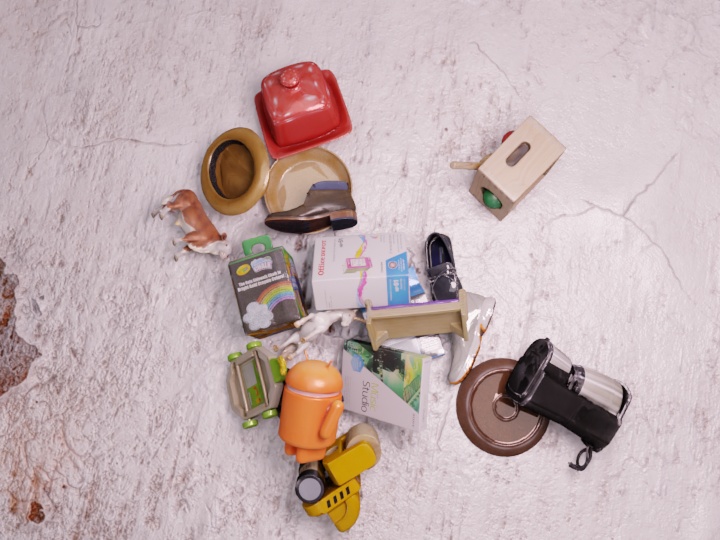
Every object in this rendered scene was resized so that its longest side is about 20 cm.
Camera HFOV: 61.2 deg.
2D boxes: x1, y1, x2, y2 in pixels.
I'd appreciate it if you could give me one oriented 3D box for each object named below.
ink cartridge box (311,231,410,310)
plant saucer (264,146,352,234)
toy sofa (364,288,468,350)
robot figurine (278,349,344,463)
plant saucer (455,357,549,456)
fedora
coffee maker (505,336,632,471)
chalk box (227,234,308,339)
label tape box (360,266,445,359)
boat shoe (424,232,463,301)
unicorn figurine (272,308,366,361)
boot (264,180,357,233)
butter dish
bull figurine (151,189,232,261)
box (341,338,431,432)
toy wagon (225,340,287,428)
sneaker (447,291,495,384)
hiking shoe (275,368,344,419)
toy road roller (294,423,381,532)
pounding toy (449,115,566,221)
[{"bbox_3d":[0.000,0.000,1.266,0.197,0.085,0.145,-5,40,3],"label":"ink cartridge box"},{"bbox_3d":[-0.114,-0.177,1.358,0.197,0.035,0.203,-1,81,4],"label":"plant saucer"},{"bbox_3d":[0.110,0.085,1.185,0.197,0.083,0.098,-6,44,10],"label":"toy sofa"},{"bbox_3d":[-0.093,0.260,1.161,0.115,0.144,0.203,7,94,-3],"label":"robot figurine"},{"bbox_3d":[0.298,0.282,1.261,0.197,0.035,0.203,-1,79,3],"label":"plant saucer"},{"bbox_3d":[-0.260,-0.212,1.336,0.198,0.082,0.204,-5,80,27],"label":"fedora"},{"bbox_3d":[0.392,0.258,1.180,0.198,0.135,0.194,27,70,-8],"label":"coffee maker"},{"bbox_3d":[-0.196,0.028,1.285,0.123,0.124,0.203,-16,79,1],"label":"chalk box"},{"bbox_3d":[0.080,0.104,1.286,0.142,0.066,0.202,-18,82,0],"label":"label tape box"},{"bbox_3d":[0.172,0.010,1.276,0.074,0.062,0.203,-15,66,23],"label":"boat shoe"},{"bbox_3d":[-0.094,0.124,1.250,0.199,0.137,0.075,-24,89,35],"label":"unicorn figurine"},{"bbox_3d":[-0.107,-0.137,1.306,0.197,0.075,0.098,-2,69,-5],"label":"boot"},{"bbox_3d":[-0.138,-0.376,1.325,0.198,0.148,0.201,-19,65,0],"label":"butter dish"},{"bbox_3d":[-0.367,-0.090,1.334,0.121,0.065,0.201,-22,70,-34],"label":"bull figurine"},{"bbox_3d":[0.046,0.225,1.215,0.198,0.036,0.147,7,96,37],"label":"box"},{"bbox_3d":[-0.204,0.225,1.236,0.199,0.039,0.157,-31,67,36],"label":"toy wagon"},{"bbox_3d":[0.211,0.138,1.277,0.091,0.076,0.202,20,75,15],"label":"sneaker"},{"bbox_3d":[-0.129,0.266,1.269,0.198,0.076,0.102,15,90,20],"label":"hiking shoe"},{"bbox_3d":[-0.029,0.418,1.215,0.199,0.123,0.147,-33,94,0],"label":"toy road roller"},{"bbox_3d":[0.295,-0.211,1.267,0.200,0.184,0.142,-45,81,-5],"label":"pounding toy"}]
